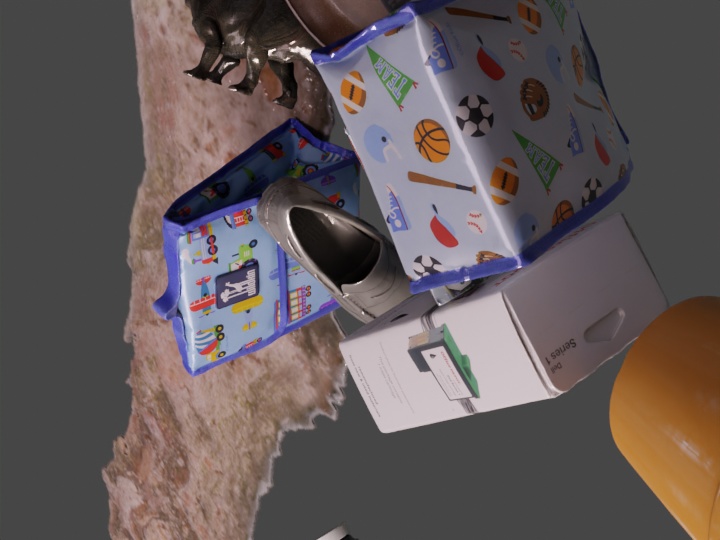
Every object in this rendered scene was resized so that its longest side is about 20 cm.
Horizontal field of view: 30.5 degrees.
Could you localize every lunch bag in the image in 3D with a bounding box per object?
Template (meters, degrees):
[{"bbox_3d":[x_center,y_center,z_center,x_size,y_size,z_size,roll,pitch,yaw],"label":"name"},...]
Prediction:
[{"bbox_3d":[-0.097,-0.014,1.120,0.094,0.199,0.152,29,135,34],"label":"lunch bag"},{"bbox_3d":[0.087,-0.103,0.840,0.123,0.200,0.171,-12,106,47],"label":"lunch bag"}]

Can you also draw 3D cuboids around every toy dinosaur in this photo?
[{"bbox_3d":[-0.085,-0.195,1.079,0.199,0.077,0.103,21,98,23],"label":"toy dinosaur"}]

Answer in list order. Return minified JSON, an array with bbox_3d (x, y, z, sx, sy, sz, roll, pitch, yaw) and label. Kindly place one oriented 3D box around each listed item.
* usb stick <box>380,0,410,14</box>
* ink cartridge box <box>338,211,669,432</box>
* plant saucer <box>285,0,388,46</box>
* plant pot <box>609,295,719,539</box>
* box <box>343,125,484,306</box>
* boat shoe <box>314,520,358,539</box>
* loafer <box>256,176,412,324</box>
[{"bbox_3d":[0.002,-0.253,0.925,0.055,0.033,0.201,-34,87,45],"label":"usb stick"},{"bbox_3d":[0.103,0.041,0.971,0.199,0.146,0.085,-22,97,53],"label":"ink cartridge box"},{"bbox_3d":[0.001,-0.249,0.981,0.199,0.032,0.202,28,134,34],"label":"plant saucer"},{"bbox_3d":[0.260,0.107,0.815,0.183,0.199,0.202,36,141,52],"label":"plant pot"},{"bbox_3d":[0.036,-0.052,0.978,0.138,0.040,0.200,61,-178,-4],"label":"box"},{"bbox_3d":[-0.058,0.334,1.429,0.061,0.075,0.200,58,145,10],"label":"boat shoe"},{"bbox_3d":[0.000,0.000,1.067,0.199,0.070,0.070,35,-178,-24],"label":"loafer"}]
